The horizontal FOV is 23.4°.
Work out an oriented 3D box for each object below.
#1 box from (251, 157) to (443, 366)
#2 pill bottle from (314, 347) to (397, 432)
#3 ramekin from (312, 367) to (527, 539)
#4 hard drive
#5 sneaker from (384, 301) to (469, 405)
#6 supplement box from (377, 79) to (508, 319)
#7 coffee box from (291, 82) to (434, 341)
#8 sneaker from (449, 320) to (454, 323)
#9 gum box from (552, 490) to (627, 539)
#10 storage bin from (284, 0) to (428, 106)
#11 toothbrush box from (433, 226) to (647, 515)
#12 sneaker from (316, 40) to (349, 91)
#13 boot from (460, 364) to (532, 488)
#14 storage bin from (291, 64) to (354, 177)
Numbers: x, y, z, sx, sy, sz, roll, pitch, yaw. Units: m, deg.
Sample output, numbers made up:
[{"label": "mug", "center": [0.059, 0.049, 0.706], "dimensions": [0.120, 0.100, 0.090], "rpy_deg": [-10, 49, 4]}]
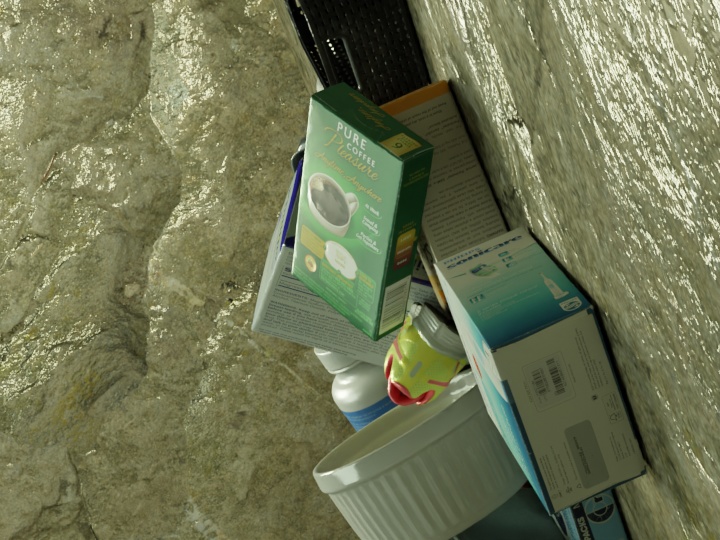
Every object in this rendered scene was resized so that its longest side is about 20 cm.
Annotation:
[{"label": "box", "center": [0.000, 0.000, 1.745], "dimensions": [0.200, 0.182, 0.106], "rpy_deg": [117, 167, -61]}, {"label": "pill bottle", "center": [0.038, 0.140, 1.894], "dimensions": [0.201, 0.112, 0.112], "rpy_deg": [53, -178, -18]}, {"label": "ramekin", "center": [0.065, 0.181, 1.610], "dimensions": [0.106, 0.199, 0.200], "rpy_deg": [59, 178, -3]}, {"label": "hard drive", "center": [0.159, 0.265, 1.647], "dimensions": [0.200, 0.138, 0.033], "rpy_deg": [-134, 44, -65]}, {"label": "sneaker", "center": [0.055, 0.084, 1.619], "dimensions": [0.078, 0.091, 0.200], "rpy_deg": [35, 177, 8]}, {"label": "supplement box", "center": [0.077, -0.060, 1.567], "dimensions": [0.126, 0.073, 0.202], "rpy_deg": [153, 95, -87]}, {"label": "coffee box", "center": [0.000, -0.050, 1.532], "dimensions": [0.123, 0.044, 0.201], "rpy_deg": [37, 136, 34]}, {"label": "sneaker", "center": [0.077, -0.017, 1.930], "dimensions": [0.079, 0.075, 0.202], "rpy_deg": [-114, 3, -81]}, {"label": "gum box", "center": [0.184, 0.171, 1.604], "dimensions": [0.200, 0.044, 0.171], "rpy_deg": [-121, 9, -70]}, {"label": "storage bin", "center": [-0.016, -0.252, 1.681], "dimensions": [0.201, 0.093, 0.136], "rpy_deg": [-114, 3, -52]}, {"label": "toothbrush box", "center": [0.135, 0.072, 1.346], "dimensions": [0.200, 0.085, 0.148], "rpy_deg": [-115, 4, -68]}, {"label": "sneaker", "center": [-0.013, -0.222, 1.893], "dimensions": [0.111, 0.077, 0.201], "rpy_deg": [42, 167, 40]}, {"label": "boot", "center": [0.148, 0.175, 1.849], "dimensions": [0.188, 0.069, 0.200], "rpy_deg": [43, 178, 36]}, {"label": "storage bin", "center": [0.022, -0.116, 1.801], "dimensions": [0.201, 0.144, 0.135], "rpy_deg": [70, -157, -52]}]
